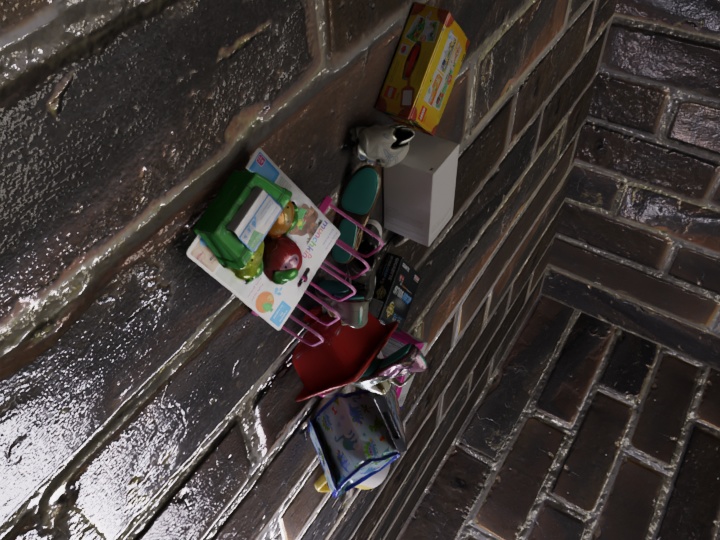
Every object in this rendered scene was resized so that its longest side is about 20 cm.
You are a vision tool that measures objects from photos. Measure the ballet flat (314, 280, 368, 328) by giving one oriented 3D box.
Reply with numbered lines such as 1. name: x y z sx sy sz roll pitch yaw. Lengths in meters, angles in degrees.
1. ballet flat: -0.039 0.065 1.207 0.067 0.200 0.065 -5 100 -19

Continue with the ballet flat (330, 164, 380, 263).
1. ballet flat: -0.008 -0.111 1.244 0.072 0.067 0.202 -62 168 -70

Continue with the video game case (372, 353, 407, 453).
1. video game case: 0.053 0.259 1.411 0.201 0.025 0.182 -100 170 -54

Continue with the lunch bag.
1. lunch bag: -0.035 0.387 1.449 0.126 0.171 0.200 0 144 -40

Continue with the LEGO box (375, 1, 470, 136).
1. LEGO box: 0.122 -0.376 1.239 0.149 0.077 0.202 6 107 -66

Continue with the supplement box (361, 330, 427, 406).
1. supplement box: 0.090 0.269 1.766 0.101 0.103 0.202 9 105 -66

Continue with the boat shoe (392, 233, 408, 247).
1. boat shoe: 0.126 -0.119 1.547 0.200 0.057 0.067 -38 -179 -42

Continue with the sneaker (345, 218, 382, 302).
1. sneaker: 0.000 0.000 1.330 0.091 0.066 0.202 -66 166 -65

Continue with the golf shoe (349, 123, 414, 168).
1. golf shoe: 0.064 -0.235 1.207 0.200 0.096 0.079 -23 103 -61

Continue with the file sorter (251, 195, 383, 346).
1. file sorter: -0.069 0.010 1.071 0.201 0.125 0.139 -59 -174 -17

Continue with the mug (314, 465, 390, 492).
1. mug: -0.023 0.517 1.717 0.153 0.148 0.188 31 78 -59

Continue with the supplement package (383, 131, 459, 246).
1. supplement package: 0.128 -0.177 1.389 0.120 0.120 0.201 -49 153 -33

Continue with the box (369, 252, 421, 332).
1. box: 0.083 0.059 1.602 0.160 0.046 0.200 -69 158 -7

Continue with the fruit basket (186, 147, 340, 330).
1. fruit basket: -0.127 -0.040 0.929 0.200 0.093 0.186 44 69 -32

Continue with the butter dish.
1. butter dish: -0.057 0.137 1.282 0.199 0.148 0.200 -27 -167 43

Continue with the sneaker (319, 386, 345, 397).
1. sneaker: -0.033 0.220 1.476 0.200 0.081 0.089 -47 149 -36

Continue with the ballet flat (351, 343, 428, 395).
1. ballet flat: 0.050 0.199 1.259 0.199 0.071 0.069 -28 -166 41
